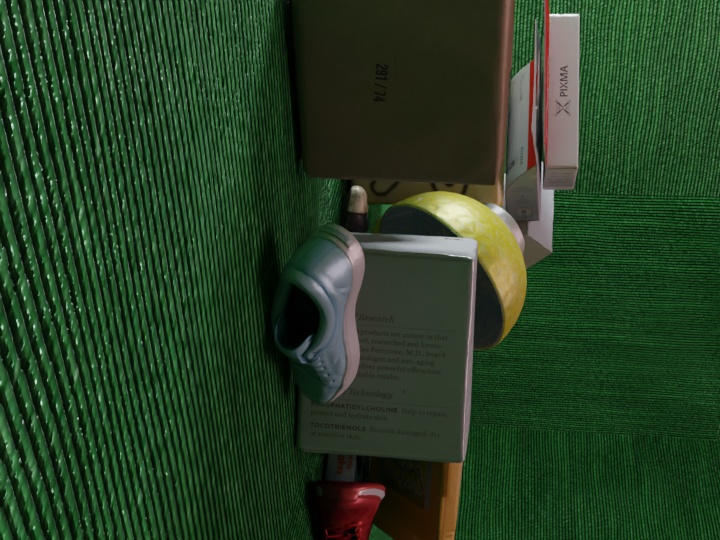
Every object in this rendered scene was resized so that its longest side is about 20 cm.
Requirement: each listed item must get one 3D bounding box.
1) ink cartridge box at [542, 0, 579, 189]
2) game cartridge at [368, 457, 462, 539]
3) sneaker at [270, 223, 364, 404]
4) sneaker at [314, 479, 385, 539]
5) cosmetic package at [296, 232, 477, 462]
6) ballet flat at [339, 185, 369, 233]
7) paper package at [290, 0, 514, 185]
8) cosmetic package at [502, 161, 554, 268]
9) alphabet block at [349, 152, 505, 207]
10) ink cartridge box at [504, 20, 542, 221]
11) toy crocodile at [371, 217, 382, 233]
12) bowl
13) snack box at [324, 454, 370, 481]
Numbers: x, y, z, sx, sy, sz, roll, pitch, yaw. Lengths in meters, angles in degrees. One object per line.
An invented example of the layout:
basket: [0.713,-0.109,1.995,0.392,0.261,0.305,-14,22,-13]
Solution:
ink cartridge box: [0.243,-0.217,1.332,0.176,0.044,0.201,54,38,-76]
game cartridge: [0.061,0.223,1.287,0.176,0.032,0.201,15,-80,63]
sneaker: [-0.049,0.053,0.933,0.082,0.074,0.201,-41,147,-37]
sneaker: [-0.012,0.297,1.202,0.200,0.078,0.116,70,22,-69]
cosmetic package: [0.032,0.070,1.113,0.167,0.166,0.201,-43,136,-80]
ballet flat: [0.000,0.000,1.262,0.066,0.057,0.201,-69,161,-70]
paper package: [0.039,-0.187,0.976,0.104,0.190,0.201,-78,169,-52]
cosmetic package: [0.174,-0.044,1.484,0.200,0.052,0.151,-37,-147,39]
alphabet block: [0.091,-0.197,1.388,0.196,0.194,0.201,-58,151,-72]
ink cartridge box: [0.195,-0.176,1.327,0.200,0.047,0.161,68,25,-60]
toy crocodile: [0.020,0.023,1.391,0.062,0.067,0.201,93,3,-67]
bowl: [0.128,-0.019,1.284,0.108,0.200,0.201,-37,146,-25]
snack box: [-0.010,0.229,1.347,0.200,0.037,0.117,77,17,-64]
